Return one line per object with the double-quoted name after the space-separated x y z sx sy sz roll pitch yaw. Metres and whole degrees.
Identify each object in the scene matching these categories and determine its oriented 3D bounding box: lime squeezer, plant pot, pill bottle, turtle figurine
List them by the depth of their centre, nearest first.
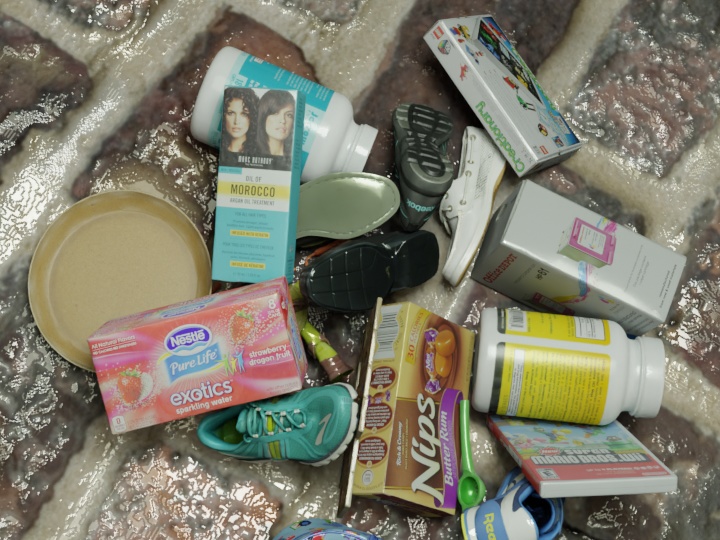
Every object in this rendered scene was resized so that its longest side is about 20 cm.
0.135 0.240 1.244 0.070 0.038 0.203 -29 96 -24 "lime squeezer"
-0.257 0.014 1.277 0.196 0.028 0.204 1 75 -2 "plant pot"
0.222 0.106 1.278 0.196 0.113 0.115 6 72 4 "pill bottle"
-0.070 0.051 1.286 0.198 0.064 0.163 -26 79 -16 "turtle figurine"
-0.083 -0.164 1.325 0.197 0.111 0.112 22 71 -2 "pill bottle"

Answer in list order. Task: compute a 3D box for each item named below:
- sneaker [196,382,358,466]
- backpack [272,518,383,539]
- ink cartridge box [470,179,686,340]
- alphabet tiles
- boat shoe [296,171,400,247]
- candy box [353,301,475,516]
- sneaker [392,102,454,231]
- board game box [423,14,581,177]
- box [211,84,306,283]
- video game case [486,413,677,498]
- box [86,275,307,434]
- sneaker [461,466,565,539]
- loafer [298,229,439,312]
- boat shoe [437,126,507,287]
-0.083 0.158 1.186 0.079 0.198 0.079 19 61 -46 "sneaker"
-0.017 0.340 1.173 0.198 0.135 0.184 30 70 4 "backpack"
0.235 -0.004 1.311 0.197 0.145 0.086 27 72 -1 "ink cartridge box"
-0.003 0.147 1.214 0.007 0.167 0.204 9 72 -3 "alphabet tiles"
-0.054 -0.064 1.300 0.197 0.061 0.073 -13 95 4 "boat shoe"
0.057 0.148 1.254 0.116 0.056 0.204 26 64 -41 "candy box"
0.062 -0.122 1.335 0.074 0.080 0.201 14 34 -5 "sneaker"
0.169 -0.209 1.387 0.126 0.035 0.202 -20 74 -53 "board game box"
-0.107 -0.089 1.244 0.081 0.049 0.204 4 93 7 "box"
0.224 0.187 1.232 0.140 0.200 0.018 -1 103 -10 "video game case"
-0.160 0.083 1.187 0.196 0.095 0.105 -13 98 4 "box"
0.178 0.244 1.210 0.199 0.081 0.075 -23 89 -58 "sneaker"
0.000 0.000 1.274 0.198 0.071 0.074 -12 103 -47 "loafer"
0.116 -0.077 1.357 0.068 0.071 0.203 20 62 -2 "boat shoe"
